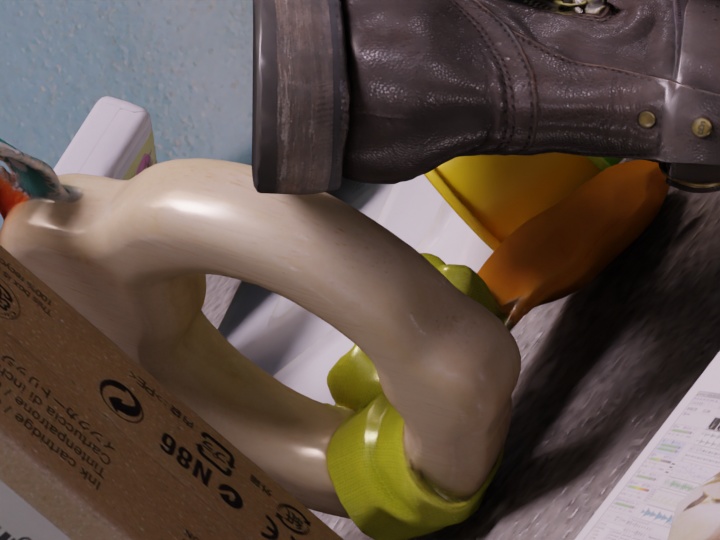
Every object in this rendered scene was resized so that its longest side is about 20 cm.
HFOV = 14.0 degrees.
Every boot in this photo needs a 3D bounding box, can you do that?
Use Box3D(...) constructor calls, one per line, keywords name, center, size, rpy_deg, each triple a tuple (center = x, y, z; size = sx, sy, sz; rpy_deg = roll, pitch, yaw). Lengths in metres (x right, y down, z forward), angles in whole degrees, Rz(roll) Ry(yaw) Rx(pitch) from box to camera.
Box3D(name="boot", center=(0.059, -0.059, 0.760), size=(0.200, 0.173, 0.070), rpy_deg=(-92, 3, -66))

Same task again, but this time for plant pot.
Box3D(name="plant pot", center=(-0.051, -0.115, 1.083), size=(0.199, 0.197, 0.196), rpy_deg=(-23, -2, 19))

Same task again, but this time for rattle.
Box3D(name="rattle", center=(-0.031, -0.027, 0.808), size=(0.143, 0.199, 0.130), rpy_deg=(-59, -13, -15))

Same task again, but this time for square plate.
Box3D(name="square plate", center=(0.000, 0.000, 1.014), size=(0.200, 0.028, 0.198), rpy_deg=(-39, 18, 37))

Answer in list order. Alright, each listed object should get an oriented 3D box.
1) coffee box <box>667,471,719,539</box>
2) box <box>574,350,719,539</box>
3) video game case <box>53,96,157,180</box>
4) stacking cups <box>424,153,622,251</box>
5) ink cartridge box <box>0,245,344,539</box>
Box3D(name="coffee box", center=(0.129, 0.039, 0.391), size=(0.200, 0.080, 0.113), rpy_deg=(-40, 15, 35))
Box3D(name="box", center=(0.076, 0.072, 0.569), size=(0.200, 0.036, 0.144), rpy_deg=(-52, 14, -8))
Box3D(name="video game case", center=(-0.112, 0.073, 0.949), size=(0.183, 0.022, 0.200), rpy_deg=(87, -154, -52))
Box3D(name="stacking cups", center=(0.105, -0.084, 0.870), size=(0.200, 0.061, 0.061), rpy_deg=(-40, 15, 9))
Box3D(name="ink cartridge box", center=(-0.116, 0.088, 0.773), size=(0.165, 0.200, 0.075), rpy_deg=(-43, 14, 24))
